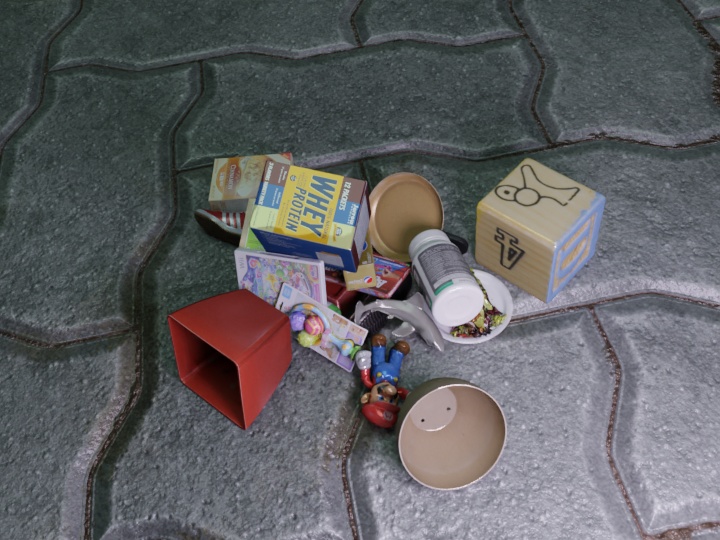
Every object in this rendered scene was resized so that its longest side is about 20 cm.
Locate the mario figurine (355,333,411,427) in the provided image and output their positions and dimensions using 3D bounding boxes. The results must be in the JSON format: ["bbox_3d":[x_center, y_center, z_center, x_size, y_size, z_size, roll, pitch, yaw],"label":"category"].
[{"bbox_3d":[0.057,0.212,1.491,0.122,0.106,0.201,-9,45,16],"label":"mario figurine"}]

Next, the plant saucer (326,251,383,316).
[{"bbox_3d":[-0.069,-0.007,1.735,0.199,0.037,0.200,26,58,26],"label":"plant saucer"}]

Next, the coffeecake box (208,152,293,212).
[{"bbox_3d":[-0.268,-0.211,1.903,0.198,0.073,0.155,-4,49,3],"label":"coffeecake box"}]

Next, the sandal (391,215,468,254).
[{"bbox_3d":[0.148,-0.072,1.741,0.198,0.075,0.045,20,64,18],"label":"sandal"}]

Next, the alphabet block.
[{"bbox_3d":[0.382,-0.088,1.643,0.199,0.197,0.195,34,60,30],"label":"alphabet block"}]

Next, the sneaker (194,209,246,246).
[{"bbox_3d":[-0.295,-0.126,1.837,0.199,0.071,0.113,24,60,15],"label":"sneaker"}]

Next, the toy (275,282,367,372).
[{"bbox_3d":[-0.093,0.123,1.532,0.199,0.116,0.047,28,33,9],"label":"toy"}]

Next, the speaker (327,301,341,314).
[{"bbox_3d":[-0.144,0.084,1.637,0.198,0.089,0.089,19,55,21],"label":"speaker"}]

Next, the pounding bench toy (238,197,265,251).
[{"bbox_3d":[-0.146,-0.062,1.659,0.198,0.156,0.126,8,78,5],"label":"pounding bench toy"}]

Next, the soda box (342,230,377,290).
[{"bbox_3d":[-0.009,-0.049,1.655,0.067,0.064,0.201,-10,40,2],"label":"soda box"}]

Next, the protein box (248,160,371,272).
[{"bbox_3d":[-0.091,-0.099,1.481,0.197,0.200,0.136,13,78,5],"label":"protein box"}]

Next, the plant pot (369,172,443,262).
[{"bbox_3d":[0.101,-0.119,1.715,0.199,0.202,0.027,27,14,26],"label":"plant pot"}]

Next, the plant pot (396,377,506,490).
[{"bbox_3d":[0.149,0.277,1.394,0.198,0.202,0.134,-17,17,-7],"label":"plant pot"}]

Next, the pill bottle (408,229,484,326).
[{"bbox_3d":[0.173,0.010,1.589,0.112,0.114,0.201,-15,43,-6],"label":"pill bottle"}]

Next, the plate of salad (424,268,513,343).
[{"bbox_3d":[0.227,0.068,1.629,0.198,0.048,0.201,-3,50,4],"label":"plate of salad"}]

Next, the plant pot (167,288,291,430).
[{"bbox_3d":[-0.245,0.156,1.530,0.199,0.201,0.176,30,49,28],"label":"plant pot"}]

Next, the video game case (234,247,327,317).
[{"bbox_3d":[-0.162,0.033,1.559,0.198,0.145,0.018,9,29,22],"label":"video game case"}]

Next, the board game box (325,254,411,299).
[{"bbox_3d":[0.000,0.000,1.661,0.199,0.020,0.103,16,49,29],"label":"board game box"}]

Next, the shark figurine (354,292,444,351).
[{"bbox_3d":[0.083,0.076,1.556,0.213,0.090,0.129,19,41,-15],"label":"shark figurine"}]

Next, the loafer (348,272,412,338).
[{"bbox_3d":[0.033,0.071,1.644,0.071,0.073,0.200,21,50,34],"label":"loafer"}]
